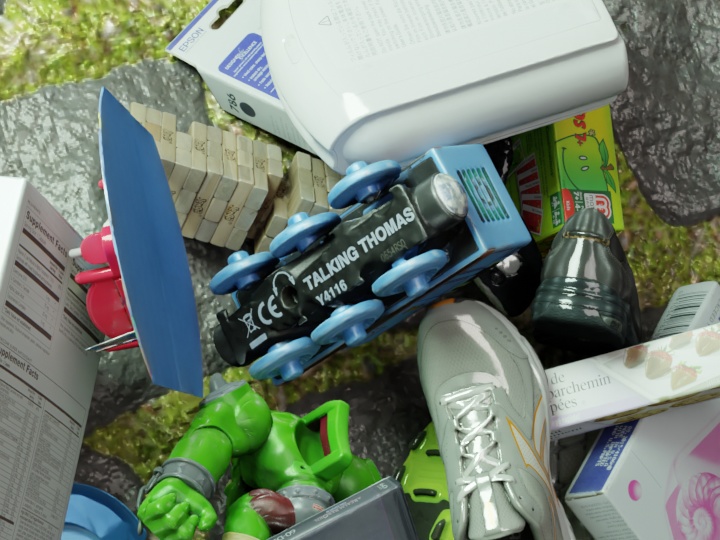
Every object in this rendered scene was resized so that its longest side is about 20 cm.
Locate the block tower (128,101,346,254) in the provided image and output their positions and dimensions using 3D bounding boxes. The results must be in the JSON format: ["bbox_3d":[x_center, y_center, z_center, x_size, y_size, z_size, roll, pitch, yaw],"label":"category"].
[{"bbox_3d":[-0.059,-0.044,1.036,0.199,0.054,0.058,17,35,-17],"label":"block tower"}]

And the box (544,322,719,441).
[{"bbox_3d":[0.164,0.070,1.003,0.199,0.041,0.039,-16,71,13],"label":"box"}]

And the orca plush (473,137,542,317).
[{"bbox_3d":[0.071,-0.070,1.078,0.071,0.105,0.200,-37,59,14],"label":"orca plush"}]

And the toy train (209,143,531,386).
[{"bbox_3d":[0.000,0.000,0.972,0.114,0.200,0.087,-9,68,-53],"label":"toy train"}]

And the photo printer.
[{"bbox_3d":[0.042,-0.145,1.001,0.199,0.070,0.167,-18,54,-5],"label":"photo printer"}]

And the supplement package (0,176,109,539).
[{"bbox_3d":[-0.238,0.064,0.863,0.151,0.151,0.201,5,72,13],"label":"supplement package"}]

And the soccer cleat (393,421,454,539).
[{"bbox_3d":[0.061,0.192,1.043,0.084,0.065,0.201,24,61,-47],"label":"soccer cleat"}]

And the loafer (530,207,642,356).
[{"bbox_3d":[0.149,0.014,1.042,0.072,0.200,0.073,11,82,7],"label":"loafer"}]

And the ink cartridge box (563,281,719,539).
[{"bbox_3d":[0.237,0.144,1.080,0.200,0.043,0.197,50,51,-20],"label":"ink cartridge box"}]

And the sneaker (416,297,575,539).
[{"bbox_3d":[0.079,0.114,0.955,0.075,0.092,0.201,-17,94,15],"label":"sneaker"}]

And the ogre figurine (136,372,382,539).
[{"bbox_3d":[-0.042,0.142,0.971,0.199,0.098,0.120,21,51,-18],"label":"ogre figurine"}]

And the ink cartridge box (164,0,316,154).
[{"bbox_3d":[-0.019,-0.126,1.061,0.200,0.039,0.100,29,63,24],"label":"ink cartridge box"}]

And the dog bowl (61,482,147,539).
[{"bbox_3d":[-0.150,0.217,0.945,0.111,0.050,0.200,-36,92,-26],"label":"dog bowl"}]

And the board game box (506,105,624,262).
[{"bbox_3d":[0.121,-0.112,1.111,0.047,0.102,0.201,1,76,-26],"label":"board game box"}]

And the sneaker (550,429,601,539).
[{"bbox_3d":[0.153,0.162,1.085,0.082,0.077,0.201,22,65,-46],"label":"sneaker"}]

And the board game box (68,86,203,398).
[{"bbox_3d":[-0.130,-0.007,0.895,0.039,0.200,0.159,-12,82,3],"label":"board game box"}]

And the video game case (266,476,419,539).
[{"bbox_3d":[-0.046,0.220,0.914,0.199,0.019,0.143,-25,112,-18],"label":"video game case"}]
